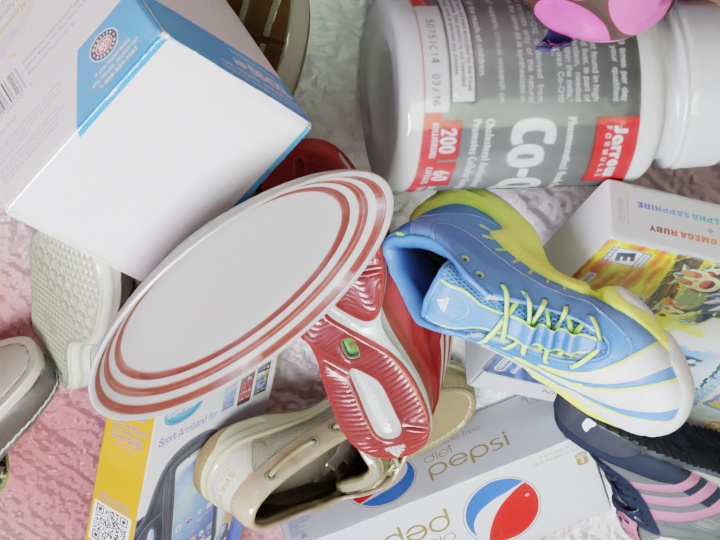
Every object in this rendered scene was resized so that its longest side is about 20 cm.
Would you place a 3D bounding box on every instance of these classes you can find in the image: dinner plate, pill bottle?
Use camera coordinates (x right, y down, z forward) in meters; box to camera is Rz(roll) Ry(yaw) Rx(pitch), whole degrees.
[{"bbox_3d":[-0.068,0.009,1.618,0.200,0.024,0.200,-32,157,-15],"label":"dinner plate"},{"bbox_3d":[0.107,-0.104,1.707,0.199,0.114,0.115,-2,121,-12],"label":"pill bottle"}]

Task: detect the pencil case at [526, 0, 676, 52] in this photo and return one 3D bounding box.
[{"bbox_3d":[0.122,-0.215,1.593,0.093,0.091,0.201,18,139,21],"label":"pencil case"}]

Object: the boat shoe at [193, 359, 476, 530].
[{"bbox_3d":[-0.003,0.109,1.803,0.199,0.065,0.073,-16,129,-34],"label":"boat shoe"}]

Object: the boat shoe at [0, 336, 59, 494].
[{"bbox_3d":[-0.246,0.117,1.777,0.200,0.072,0.059,-41,122,17],"label":"boat shoe"}]

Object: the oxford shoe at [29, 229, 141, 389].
[{"bbox_3d":[-0.150,0.011,1.698,0.057,0.075,0.200,-25,165,-15],"label":"oxford shoe"}]

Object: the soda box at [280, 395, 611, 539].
[{"bbox_3d":[0.051,0.144,1.871,0.199,0.064,0.068,-21,124,0],"label":"soda box"}]

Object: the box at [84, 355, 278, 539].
[{"bbox_3d":[-0.108,0.114,1.789,0.119,0.041,0.201,-26,138,-49],"label":"box"}]

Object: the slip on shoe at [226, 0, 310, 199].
[{"bbox_3d":[-0.070,-0.083,1.711,0.060,0.076,0.201,-12,123,-55],"label":"slip on shoe"}]

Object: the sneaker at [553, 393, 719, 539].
[{"bbox_3d":[0.176,0.130,1.835,0.199,0.070,0.082,27,114,-38],"label":"sneaker"}]

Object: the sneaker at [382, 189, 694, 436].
[{"bbox_3d":[0.089,0.033,1.672,0.105,0.200,0.076,-19,140,-49],"label":"sneaker"}]

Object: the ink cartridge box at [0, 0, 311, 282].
[{"bbox_3d":[-0.143,-0.115,1.601,0.129,0.200,0.125,-46,137,15],"label":"ink cartridge box"}]

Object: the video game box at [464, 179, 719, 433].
[{"bbox_3d":[0.184,0.026,1.791,0.181,0.047,0.200,9,149,-21],"label":"video game box"}]

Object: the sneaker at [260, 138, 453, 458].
[{"bbox_3d":[0.000,0.000,1.758,0.078,0.116,0.201,-7,114,18],"label":"sneaker"}]
